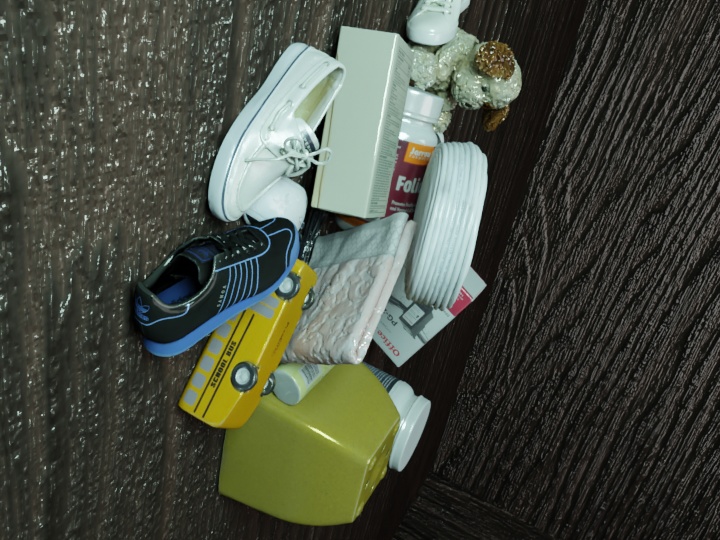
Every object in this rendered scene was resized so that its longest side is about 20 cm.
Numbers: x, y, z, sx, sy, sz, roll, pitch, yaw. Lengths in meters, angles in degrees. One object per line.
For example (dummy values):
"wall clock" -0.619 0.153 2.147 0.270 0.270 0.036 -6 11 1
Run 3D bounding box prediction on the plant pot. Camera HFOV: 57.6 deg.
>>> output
"plant pot" -0.058 0.234 0.923 0.194 0.196 0.200 -38 147 -56

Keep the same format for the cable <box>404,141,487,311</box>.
"cable" 0.101 -0.056 0.794 0.200 0.067 0.205 99 4 -81

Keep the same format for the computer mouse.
"computer mouse" -0.081 -0.058 0.764 0.112 0.043 0.200 -65 162 -6

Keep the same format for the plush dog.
"plush dog" 0.157 -0.293 0.969 0.163 0.169 0.200 -63 161 -8

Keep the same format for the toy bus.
"toy bus" -0.123 0.077 0.744 0.204 0.077 0.065 -65 161 -8

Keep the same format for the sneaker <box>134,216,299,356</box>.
"sneaker" -0.128 -0.004 0.623 0.200 0.069 0.079 -44 156 -35

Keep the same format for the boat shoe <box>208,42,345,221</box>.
"boat shoe" -0.069 -0.128 0.646 0.205 0.084 0.075 -61 161 -20

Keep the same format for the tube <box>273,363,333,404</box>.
"tube" -0.044 0.103 0.885 0.058 0.052 0.199 -43 178 43

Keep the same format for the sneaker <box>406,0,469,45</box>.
"sneaker" 0.109 -0.383 0.907 0.086 0.071 0.202 90 18 -44

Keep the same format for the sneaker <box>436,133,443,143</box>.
"sneaker" 0.103 -0.148 1.163 0.100 0.069 0.203 -51 150 -36

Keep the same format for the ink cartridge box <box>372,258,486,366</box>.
"ink cartridge box" 0.089 0.043 1.105 0.200 0.146 0.083 -47 174 32

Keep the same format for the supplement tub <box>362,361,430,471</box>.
"supplement tub" 0.005 0.233 1.103 0.141 0.196 0.142 -53 157 -34

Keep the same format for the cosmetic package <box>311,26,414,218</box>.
"cosmetic package" 0.005 -0.169 0.777 0.103 0.071 0.206 -16 117 -74

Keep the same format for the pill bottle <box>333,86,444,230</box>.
"pill bottle" 0.040 -0.148 0.895 0.114 0.112 0.205 -25 135 -64

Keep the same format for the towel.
"towel" -0.031 0.026 0.798 0.032 0.198 0.194 37 64 -27
